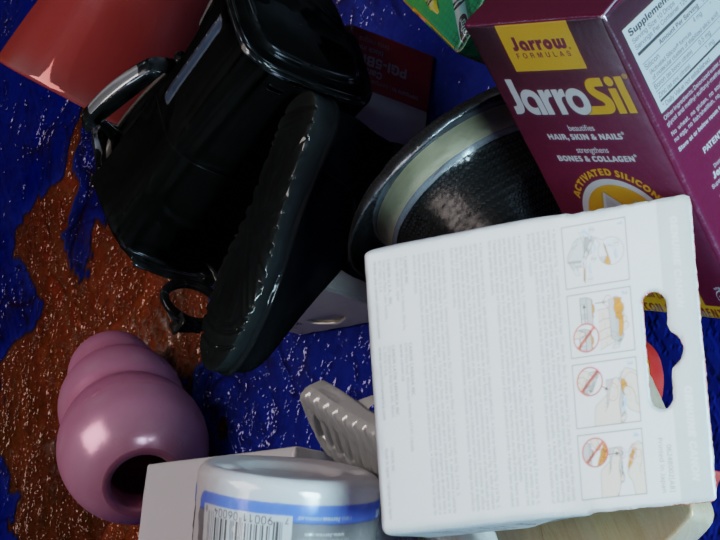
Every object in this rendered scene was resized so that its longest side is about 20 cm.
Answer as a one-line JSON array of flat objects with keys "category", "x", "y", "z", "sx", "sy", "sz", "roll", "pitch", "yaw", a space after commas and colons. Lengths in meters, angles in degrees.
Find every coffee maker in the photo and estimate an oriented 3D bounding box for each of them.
[{"category": "coffee maker", "x": -0.086, "y": -0.093, "z": 1.368, "sx": 0.200, "sy": 0.134, "sz": 0.193, "roll": -47, "pitch": 65, "yaw": 34}]

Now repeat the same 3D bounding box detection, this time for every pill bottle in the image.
[{"category": "pill bottle", "x": -0.050, "y": 0.218, "z": 1.158, "sx": 0.113, "sy": 0.113, "sz": 0.202, "roll": 8, "pitch": 94, "yaw": 57}]

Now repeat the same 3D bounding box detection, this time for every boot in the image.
[{"category": "boot", "x": 0.000, "y": 0.000, "z": 1.281, "sx": 0.076, "sy": 0.167, "sz": 0.201, "roll": 2, "pitch": 70, "yaw": 63}]

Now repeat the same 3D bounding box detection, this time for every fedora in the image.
[{"category": "fedora", "x": 0.089, "y": -0.028, "z": 1.174, "sx": 0.092, "sy": 0.200, "sz": 0.201, "roll": 53, "pitch": 123, "yaw": 23}]

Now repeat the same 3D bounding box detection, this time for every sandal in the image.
[{"category": "sandal", "x": 0.028, "y": 0.109, "z": 1.177, "sx": 0.050, "sy": 0.083, "sz": 0.202, "roll": -34, "pitch": 37, "yaw": -18}]

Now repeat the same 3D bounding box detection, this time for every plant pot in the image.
[{"category": "plant pot", "x": -0.188, "y": -0.213, "z": 1.666, "sx": 0.178, "sy": 0.200, "sz": 0.200, "roll": -61, "pitch": 34, "yaw": 1}]

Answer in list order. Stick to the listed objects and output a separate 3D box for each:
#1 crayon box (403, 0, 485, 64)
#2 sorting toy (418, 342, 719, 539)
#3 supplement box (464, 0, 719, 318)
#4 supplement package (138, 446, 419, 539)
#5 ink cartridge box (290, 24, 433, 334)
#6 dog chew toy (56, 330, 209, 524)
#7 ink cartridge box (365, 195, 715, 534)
[{"category": "crayon box", "x": 0.083, "y": -0.193, "z": 1.294, "sx": 0.059, "sy": 0.118, "sz": 0.200, "roll": -61, "pitch": 34, "yaw": 18}, {"category": "sorting toy", "x": 0.125, "y": 0.133, "z": 1.136, "sx": 0.199, "sy": 0.069, "sz": 0.201, "roll": -52, "pitch": 38, "yaw": 30}, {"category": "supplement box", "x": 0.158, "y": -0.077, "z": 1.045, "sx": 0.086, "sy": 0.201, "sz": 0.110, "roll": -44, "pitch": 28, "yaw": -27}, {"category": "supplement package", "x": -0.060, "y": 0.196, "z": 1.339, "sx": 0.199, "sy": 0.121, "sz": 0.121, "roll": -14, "pitch": 66, "yaw": 53}, {"category": "ink cartridge box", "x": -0.029, "y": -0.065, "z": 1.440, "sx": 0.146, "sy": 0.082, "sz": 0.202, "roll": -13, "pitch": 65, "yaw": 53}, {"category": "dog chew toy", "x": -0.196, "y": 0.120, "z": 1.588, "sx": 0.125, "sy": 0.124, "sz": 0.200, "roll": -61, "pitch": 27, "yaw": 19}, {"category": "ink cartridge box", "x": 0.099, "y": 0.055, "z": 1.038, "sx": 0.199, "sy": 0.047, "sz": 0.161, "roll": -10, "pitch": 77, "yaw": 31}]
